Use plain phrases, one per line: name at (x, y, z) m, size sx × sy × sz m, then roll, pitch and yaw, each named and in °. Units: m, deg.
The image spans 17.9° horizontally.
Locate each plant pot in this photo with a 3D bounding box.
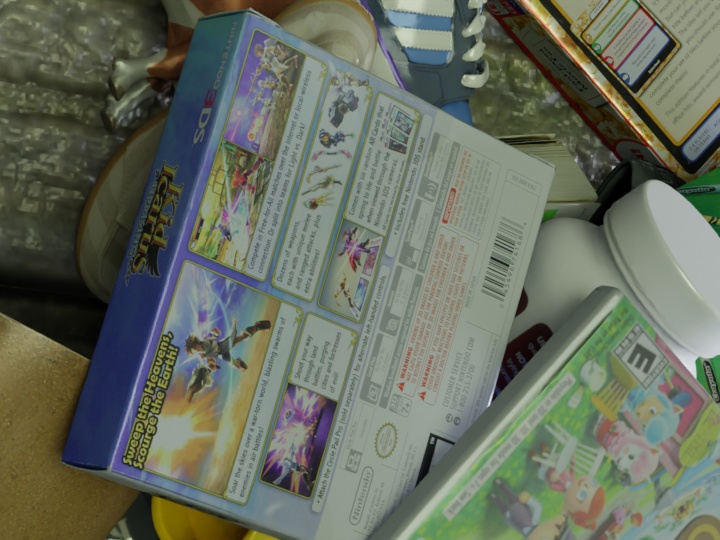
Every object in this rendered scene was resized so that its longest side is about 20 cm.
plant pot at (-0.200, 0.110, 1.011) m, size 0.186 × 0.186 × 0.200 m, roll 29°, pitch 83°, yaw -20°

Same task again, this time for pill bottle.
pill bottle at (0.084, 0.048, 1.090) m, size 0.200 × 0.113 × 0.113 m, roll -37°, pitch 109°, yaw 23°

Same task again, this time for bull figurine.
bull figurine at (-0.077, -0.132, 1.111) m, size 0.121 × 0.065 × 0.200 m, roll -23°, pitch 101°, yaw -17°

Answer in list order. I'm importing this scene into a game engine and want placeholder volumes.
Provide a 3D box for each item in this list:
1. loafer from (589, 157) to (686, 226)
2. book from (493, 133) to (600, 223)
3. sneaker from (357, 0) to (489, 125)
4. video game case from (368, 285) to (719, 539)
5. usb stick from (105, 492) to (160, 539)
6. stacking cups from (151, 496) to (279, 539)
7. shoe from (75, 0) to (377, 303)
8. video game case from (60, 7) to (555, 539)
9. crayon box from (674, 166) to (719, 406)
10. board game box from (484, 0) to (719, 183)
loafer at (0.106, 0.033, 1.179) m, size 0.070 × 0.068 × 0.201 m, roll 31°, pitch 90°, yaw -39°
book at (0.000, 0.000, 1.101) m, size 0.200 × 0.134 × 0.048 m, roll -4°, pitch 50°, yaw -35°
sneaker at (0.057, -0.148, 1.121) m, size 0.146 × 0.081 × 0.200 m, roll -25°, pitch 100°, yaw 8°
video game case at (0.099, 0.140, 1.006) m, size 0.200 × 0.022 × 0.182 m, roll -47°, pitch 111°, yaw -14°
usb stick at (-0.139, 0.137, 1.117) m, size 0.200 × 0.033 × 0.056 m, roll -21°, pitch 101°, yaw -19°
stacking cups at (-0.022, 0.125, 1.094) m, size 0.200 × 0.060 × 0.061 m, roll 28°, pitch 80°, yaw -59°
shoe at (-0.067, -0.049, 1.076) m, size 0.070 × 0.053 × 0.200 m, roll 32°, pitch 117°, yaw -25°
video game case at (-0.018, 0.015, 0.985) m, size 0.181 × 0.045 × 0.200 m, roll 24°, pitch 76°, yaw -35°
crayon box at (0.206, 0.043, 1.187) m, size 0.119 × 0.058 × 0.200 m, roll -25°, pitch 124°, yaw -34°
board game box at (0.176, -0.134, 1.222) m, size 0.152 × 0.046 × 0.200 m, roll -47°, pitch 107°, yaw -13°
